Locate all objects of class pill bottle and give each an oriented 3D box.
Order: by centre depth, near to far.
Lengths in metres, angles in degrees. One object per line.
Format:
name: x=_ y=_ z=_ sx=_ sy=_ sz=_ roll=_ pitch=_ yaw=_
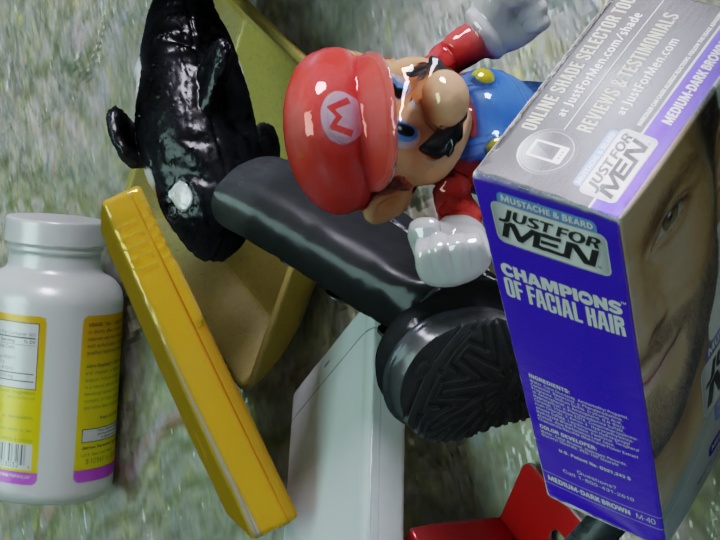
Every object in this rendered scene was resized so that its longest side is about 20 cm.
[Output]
pill bottle: x=-0.226 y=0.062 z=1.162 sx=0.104 sy=0.104 sz=0.202 roll=13 pitch=100 yaw=52

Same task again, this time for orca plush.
orca plush: x=-0.077 y=-0.109 z=0.894 sx=0.071 sy=0.105 sz=0.201 roll=-40 pitch=35 yaw=50

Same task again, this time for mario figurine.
mario figurine: x=0.057 y=-0.063 z=0.707 sx=0.124 sy=0.199 sz=0.106 roll=50 pitch=129 yaw=39

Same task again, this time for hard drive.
hard drive: x=-0.011 y=0.134 z=0.871 sx=0.132 sy=0.027 sz=0.201 roll=128 pitch=149 yaw=-52

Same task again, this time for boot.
boot: x=0.000 y=0.000 z=0.785 sx=0.200 sy=0.164 sz=0.066 roll=39 pitch=105 yaw=31

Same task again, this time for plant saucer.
plant saucer: x=-0.069 y=-0.061 z=0.999 sx=0.200 sy=0.048 sz=0.201 roll=48 pitch=126 yaw=42

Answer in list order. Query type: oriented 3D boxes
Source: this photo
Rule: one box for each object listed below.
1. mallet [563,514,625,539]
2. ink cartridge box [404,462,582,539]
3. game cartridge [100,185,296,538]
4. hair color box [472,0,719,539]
mallet: x=0.058 y=0.160 z=0.728 sx=0.066 sy=0.041 sz=0.201 roll=36 pitch=109 yaw=16
ink cartridge box: x=0.056 y=0.211 z=0.819 sx=0.116 sy=0.067 sz=0.201 roll=49 pitch=127 yaw=41
game cartridge: x=-0.100 y=0.054 z=0.941 sx=0.176 sy=0.032 sz=0.201 roll=159 pitch=88 yaw=-80
hair color box: x=0.111 y=0.004 z=0.625 sx=0.065 sy=0.109 sz=0.201 roll=20 pitch=147 yaw=32
